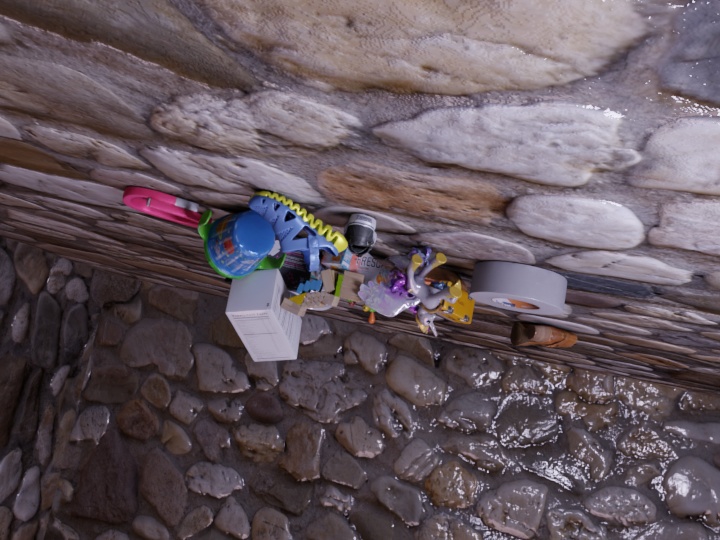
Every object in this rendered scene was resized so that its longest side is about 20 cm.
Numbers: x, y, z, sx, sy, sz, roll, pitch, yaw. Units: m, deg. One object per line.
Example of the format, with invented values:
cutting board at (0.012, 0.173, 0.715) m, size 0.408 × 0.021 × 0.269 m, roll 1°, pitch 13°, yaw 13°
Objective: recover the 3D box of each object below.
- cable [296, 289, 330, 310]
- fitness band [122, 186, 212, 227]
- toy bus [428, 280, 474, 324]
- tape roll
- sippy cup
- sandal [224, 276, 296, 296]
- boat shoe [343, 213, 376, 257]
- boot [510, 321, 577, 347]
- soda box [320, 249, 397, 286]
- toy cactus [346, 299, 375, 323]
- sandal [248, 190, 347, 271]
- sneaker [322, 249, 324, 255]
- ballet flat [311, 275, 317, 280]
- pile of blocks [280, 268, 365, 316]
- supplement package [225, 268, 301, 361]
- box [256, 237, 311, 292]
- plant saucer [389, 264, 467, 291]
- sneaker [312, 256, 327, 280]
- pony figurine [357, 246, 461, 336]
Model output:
cable at (-0.158, 0.038, 1.900) m, size 0.197 × 0.071 × 0.199 m, roll 30°, pitch -163°, yaw 25°
fitness band at (-0.420, -0.134, 1.497) m, size 0.196 × 0.038 × 0.143 m, roll 18°, pitch 170°, yaw -24°
toy bus at (0.208, 0.073, 1.578) m, size 0.077 × 0.067 × 0.199 m, roll 8°, pitch 170°, yaw 30°
tape roll at (0.329, 0.038, 1.431) m, size 0.195 × 0.068 × 0.200 m, roll 13°, pitch 172°, yaw 2°
sippy cup at (-0.244, -0.063, 1.432) m, size 0.174 × 0.144 × 0.129 m, roll -11°, pitch 175°, yaw -36°
sandal at (-0.232, 0.058, 1.631) m, size 0.196 × 0.049 × 0.075 m, roll 17°, pitch 170°, yaw -25°
boat shoe at (-0.004, -0.059, 1.320) m, size 0.067 × 0.058 × 0.200 m, roll 12°, pitch 171°, yaw 1°
boot at (0.566, 0.210, 2.137) m, size 0.150 × 0.076 × 0.200 m, roll 10°, pitch 174°, yaw -14°
soda box at (0.000, 0.000, 1.540) m, size 0.067 × 0.065 × 0.199 m, roll 5°, pitch 157°, yaw 41°
toy cactus at (0.048, 0.062, 1.854) m, size 0.195 × 0.105 × 0.165 m, roll -15°, pitch -160°, yaw -13°
sandal at (-0.121, -0.070, 1.242) m, size 0.197 × 0.088 × 0.079 m, roll 33°, pitch 170°, yaw -6°
sneaker at (-0.048, -0.010, 1.636) m, size 0.070 × 0.074 × 0.200 m, roll 11°, pitch 170°, yaw 15°
ballet flat at (-0.171, -0.014, 1.799) m, size 0.197 × 0.069 × 0.063 m, roll 21°, pitch 174°, yaw -43°
pile of blocks at (-0.077, 0.046, 1.495) m, size 0.195 × 0.084 × 0.062 m, roll -13°, pitch 172°, yaw 11°
supplement package at (-0.214, 0.104, 1.550) m, size 0.110 × 0.112 × 0.202 m, roll -4°, pitch 141°, yaw 11°
box at (-0.212, -0.028, 1.608) m, size 0.195 × 0.118 × 0.132 m, roll 15°, pitch 172°, yaw -10°
plant saucer at (0.161, 0.020, 1.640) m, size 0.194 × 0.039 × 0.200 m, roll 12°, pitch 170°, yaw 2°
sneaker at (-0.075, 0.000, 1.793) m, size 0.086 × 0.076 × 0.199 m, roll 27°, pitch 178°, yaw 36°
pony figurine at (0.115, 0.036, 1.426) m, size 0.192 × 0.167 × 0.201 m, roll 39°, pitch 146°, yaw 8°
